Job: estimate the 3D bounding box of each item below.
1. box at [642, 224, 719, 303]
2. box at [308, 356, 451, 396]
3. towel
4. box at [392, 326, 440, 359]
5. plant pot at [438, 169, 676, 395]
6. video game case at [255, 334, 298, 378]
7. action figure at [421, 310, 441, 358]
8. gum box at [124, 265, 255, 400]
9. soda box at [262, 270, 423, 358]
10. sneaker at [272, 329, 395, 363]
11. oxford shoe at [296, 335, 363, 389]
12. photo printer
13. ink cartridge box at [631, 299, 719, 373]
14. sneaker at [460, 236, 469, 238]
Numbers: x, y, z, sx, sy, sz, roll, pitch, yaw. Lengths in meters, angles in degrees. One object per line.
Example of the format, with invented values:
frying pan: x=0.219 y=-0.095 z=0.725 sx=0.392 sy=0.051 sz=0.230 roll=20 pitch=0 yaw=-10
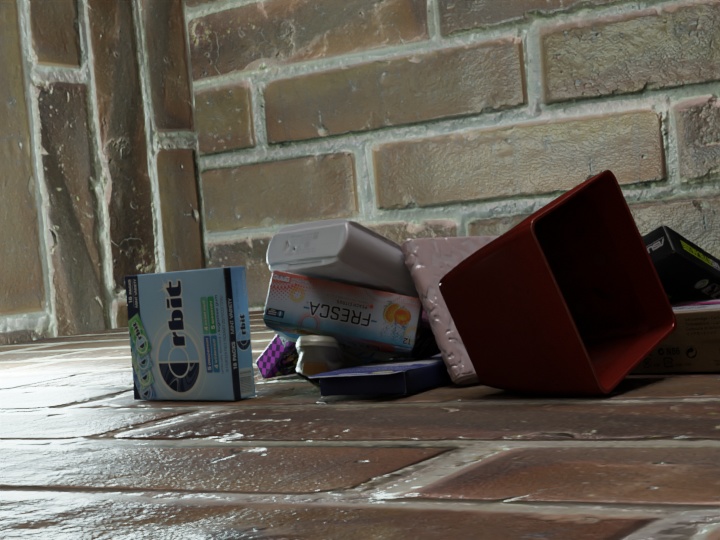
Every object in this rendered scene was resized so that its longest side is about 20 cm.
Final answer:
box: x=0.358 y=0.031 z=1.744 sx=0.199 sy=0.048 sz=0.192 roll=-32 pitch=-31 yaw=27
box: x=0.033 y=0.132 z=1.678 sx=0.120 sy=0.033 sz=0.199 roll=-5 pitch=-1 yaw=30
towel: x=0.158 y=0.046 z=1.734 sx=0.190 sy=0.201 sz=0.032 roll=-3 pitch=-30 yaw=-35
box: x=0.142 y=0.080 z=1.992 sx=0.198 sy=0.075 sz=0.100 roll=-8 pitch=-28 yaw=-26
plant pot: x=0.210 y=0.029 z=1.534 sx=0.175 sy=0.201 sz=0.200 roll=-19 pitch=8 yaw=42
video game case: x=-0.035 y=0.083 z=1.974 sx=0.180 sy=0.036 sz=0.200 roll=-6 pitch=-31 yaw=-38
action figure: x=0.137 y=0.077 z=1.847 sx=0.148 sy=0.134 sz=0.200 roll=22 pitch=23 yaw=-43
gum box: x=-0.229 y=0.085 z=1.799 sx=0.199 sy=0.172 sz=0.044 roll=-5 pitch=0 yaw=40
soda box: x=-0.022 y=0.057 z=1.735 sx=0.198 sy=0.069 sz=0.064 roll=11 pitch=-15 yaw=4
sneaker: x=-0.028 y=0.080 z=1.823 sx=0.198 sy=0.073 sz=0.072 roll=15 pitch=-12 yaw=-18
oxford shoe: x=-0.043 y=0.129 z=1.769 sx=0.074 sy=0.058 sz=0.200 roll=-3 pitch=-13 yaw=11
photo printer: x=0.000 y=0.000 z=1.785 sx=0.199 sy=0.070 sz=0.166 roll=26 pitch=-20 yaw=-36
ink cartridge box: x=0.430 y=0.076 z=1.620 sx=0.199 sy=0.076 sz=0.164 roll=-6 pitch=2 yaw=39
sneaker: x=0.209 y=-0.018 z=1.879 sx=0.199 sy=0.076 sz=0.070 roll=28 pitch=6 yaw=-40
